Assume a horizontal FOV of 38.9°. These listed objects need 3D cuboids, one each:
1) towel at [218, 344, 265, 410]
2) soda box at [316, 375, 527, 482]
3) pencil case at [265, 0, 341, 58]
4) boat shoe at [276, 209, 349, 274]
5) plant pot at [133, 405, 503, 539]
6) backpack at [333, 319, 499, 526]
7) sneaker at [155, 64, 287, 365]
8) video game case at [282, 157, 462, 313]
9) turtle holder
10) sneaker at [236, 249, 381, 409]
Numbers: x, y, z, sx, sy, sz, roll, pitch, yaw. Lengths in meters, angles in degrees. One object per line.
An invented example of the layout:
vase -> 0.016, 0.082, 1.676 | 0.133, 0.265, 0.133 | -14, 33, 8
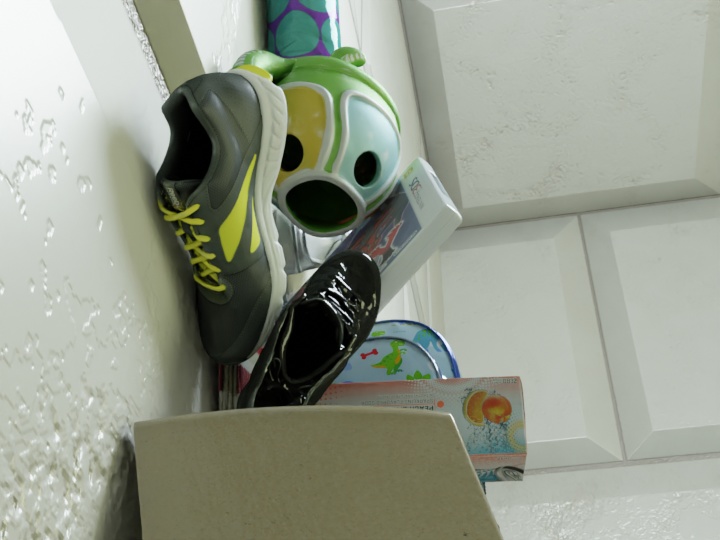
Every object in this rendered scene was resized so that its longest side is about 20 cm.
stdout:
towel -> -0.085, 0.109, 0.783 | 0.144, 0.022, 0.203 | 65, 21, -71
soda box -> 0.025, 0.125, 0.776 | 0.069, 0.197, 0.064 | 78, 10, -62
pencil case -> -0.057, -0.284, 1.071 | 0.092, 0.084, 0.203 | 19, 62, -50
boat shoe -> -0.040, -0.032, 1.042 | 0.200, 0.068, 0.073 | 25, 59, -81
plant pot -> -0.005, 0.192, 0.561 | 0.201, 0.175, 0.202 | -111, -174, -48
backpack -> 0.016, 0.140, 0.900 | 0.148, 0.180, 0.202 | 75, 6, -48
sneaker -> -0.101, -0.034, 0.676 | 0.084, 0.074, 0.203 | -10, 105, -51
video game case -> 0.000, 0.000, 0.870 | 0.023, 0.200, 0.182 | 39, 11, -14
turtle holder -> -0.036, -0.116, 0.888 | 0.187, 0.139, 0.133 | 76, 12, -49
sneaker -> -0.027, 0.045, 0.689 | 0.201, 0.060, 0.104 | -56, -179, -34
